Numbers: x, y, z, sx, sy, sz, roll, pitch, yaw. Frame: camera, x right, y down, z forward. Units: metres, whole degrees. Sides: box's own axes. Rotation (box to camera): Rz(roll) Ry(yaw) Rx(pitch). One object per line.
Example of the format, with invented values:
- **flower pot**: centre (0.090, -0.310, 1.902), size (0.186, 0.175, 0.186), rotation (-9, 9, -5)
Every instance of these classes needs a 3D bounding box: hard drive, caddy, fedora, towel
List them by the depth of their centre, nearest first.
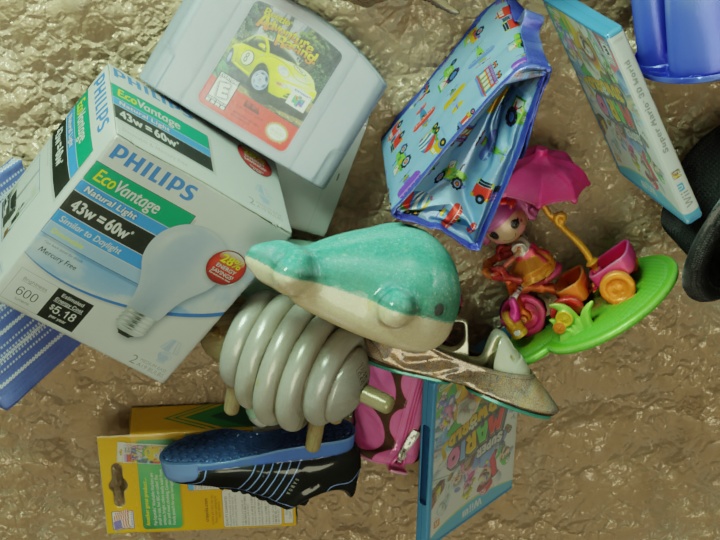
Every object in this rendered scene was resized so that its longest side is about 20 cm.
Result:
- **caddy**: centre (0.329, -0.223, 1.522), size (0.199, 0.141, 0.106), rotation (-22, 117, -11)
- **hard drive**: centre (-0.107, -0.117, 1.632), size (0.198, 0.026, 0.133), rotation (15, 118, -13)
- **fedora**: centre (0.350, -0.071, 1.632), size (0.200, 0.092, 0.202), rotation (-30, 144, -24)
- **towel**: centre (-0.330, 0.014, 1.643), size (0.024, 0.145, 0.201), rotation (7, 130, 42)

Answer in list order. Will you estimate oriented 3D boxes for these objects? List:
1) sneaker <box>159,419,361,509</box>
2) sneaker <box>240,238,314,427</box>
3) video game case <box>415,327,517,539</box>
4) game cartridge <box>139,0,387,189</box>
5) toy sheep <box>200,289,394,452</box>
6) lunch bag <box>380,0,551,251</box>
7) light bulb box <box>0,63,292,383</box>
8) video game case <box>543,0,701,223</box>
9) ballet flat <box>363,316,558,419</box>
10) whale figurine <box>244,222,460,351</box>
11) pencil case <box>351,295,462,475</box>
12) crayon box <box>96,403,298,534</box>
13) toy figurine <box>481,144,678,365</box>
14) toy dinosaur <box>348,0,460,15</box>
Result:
- **sneaker**: centre (-0.098, 0.201, 1.731), size (0.198, 0.070, 0.079), rotation (-6, 114, -1)
- **sneaker**: centre (-0.105, 0.052, 1.701), size (0.117, 0.074, 0.202), rotation (15, 111, -16)
- **video game case**: centre (0.111, 0.166, 1.759), size (0.018, 0.143, 0.202), rotation (25, 127, 35)
- **game cartridge**: centre (-0.082, -0.179, 1.572), size (0.199, 0.041, 0.134), rotation (30, 94, -15)
- **toy sheep**: centre (-0.059, 0.088, 1.609), size (0.198, 0.138, 0.139), rotation (20, 120, 12)
- **lunch bag**: centre (0.103, -0.147, 1.555), size (0.093, 0.151, 0.201), rotation (21, 117, -16)
- **light bulb box**: centre (-0.201, -0.040, 1.569), size (0.197, 0.125, 0.200), rotation (29, 115, -29)
- **video game case**: centre (0.233, -0.148, 1.561), size (0.018, 0.143, 0.201), rotation (-32, 118, -4)
- **ballet flat**: centre (0.102, 0.082, 1.635), size (0.198, 0.068, 0.068), rotation (18, 99, -10)
- **whale figurine**: centre (0.000, 0.000, 1.527), size (0.199, 0.159, 0.105), rotation (18, 95, -33)
- **pencil case**: centre (0.047, 0.098, 1.726), size (0.090, 0.094, 0.202), rotation (6, 119, -7)
- **crayon box**: centre (-0.166, 0.203, 1.796), size (0.198, 0.052, 0.127), rotation (-3, 119, -3)
- **toy figurine**: centre (0.171, -0.027, 1.655), size (0.199, 0.150, 0.185), rotation (-28, 106, 23)
- **toy dinosaur**: centre (-0.013, -0.266, 1.524), size (0.199, 0.086, 0.136), rotation (27, 123, -31)
